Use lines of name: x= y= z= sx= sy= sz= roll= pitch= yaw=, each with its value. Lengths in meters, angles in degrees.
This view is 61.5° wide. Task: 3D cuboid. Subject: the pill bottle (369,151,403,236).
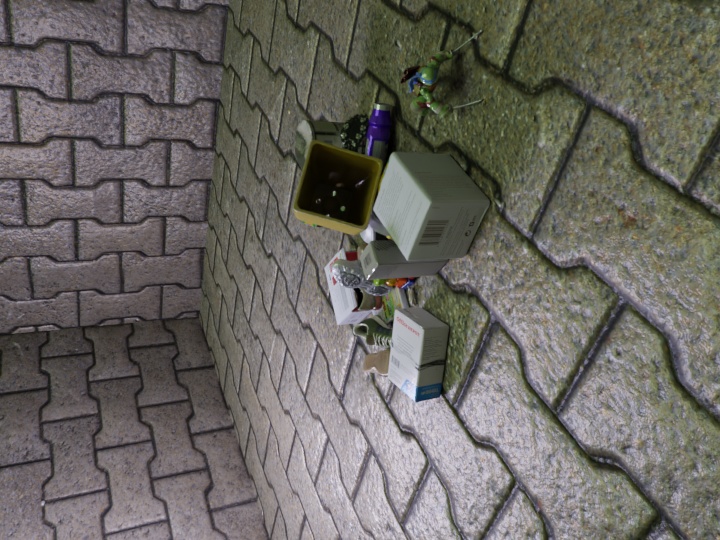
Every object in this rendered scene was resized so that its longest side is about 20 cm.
pill bottle: x=0.094 y=-0.193 z=1.559 sx=0.113 sy=0.112 sz=0.201 roll=57 pitch=134 yaw=44

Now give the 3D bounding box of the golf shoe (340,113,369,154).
golf shoe: x=-0.020 y=-0.351 z=1.726 sx=0.088 sy=0.077 sz=0.201 roll=57 pitch=-134 yaw=-65

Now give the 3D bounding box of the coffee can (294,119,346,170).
coffee can: x=-0.079 y=-0.371 z=1.808 sx=0.146 sy=0.199 sz=0.147 roll=12 pitch=104 yaw=63

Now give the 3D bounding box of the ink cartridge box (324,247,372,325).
ink cartridge box: x=-0.029 y=0.046 z=1.887 sx=0.176 sy=0.083 sz=0.201 roll=134 pitch=126 yaw=-58

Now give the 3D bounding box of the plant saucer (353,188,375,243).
plant saucer: x=0.007 y=-0.167 z=1.752 sx=0.200 sy=0.050 sz=0.201 roll=174 pitch=90 yaw=-86

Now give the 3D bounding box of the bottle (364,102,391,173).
bottle: x=0.048 y=-0.363 z=1.692 sx=0.084 sy=0.065 sz=0.201 roll=-78 pitch=-4 yaw=-69

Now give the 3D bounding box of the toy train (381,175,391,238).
toy train: x=0.079 y=-0.180 z=1.676 sx=0.150 sy=0.055 sz=0.201 roll=-56 pitch=44 yaw=51

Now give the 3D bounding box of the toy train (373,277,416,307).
toy train: x=0.087 y=0.025 z=1.619 sx=0.085 sy=0.115 sz=0.201 roll=-45 pitch=53 yaw=57

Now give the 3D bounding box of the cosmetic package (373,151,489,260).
cosmetic package: x=0.158 y=-0.151 z=1.399 sx=0.200 sy=0.166 sz=0.168 roll=60 pitch=143 yaw=40

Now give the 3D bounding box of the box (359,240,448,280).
box: x=0.106 y=-0.029 z=1.479 sx=0.082 sy=0.199 sz=0.069 roll=-52 pitch=48 yaw=52

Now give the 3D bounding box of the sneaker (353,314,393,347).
sneaker: x=0.056 y=0.192 z=1.702 sx=0.200 sy=0.090 sz=0.067 roll=30 pitch=130 yaw=49

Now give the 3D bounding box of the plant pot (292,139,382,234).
plant pot: x=-0.071 y=-0.200 z=1.614 sx=0.200 sy=0.195 sz=0.195 roll=136 pitch=148 yaw=-76

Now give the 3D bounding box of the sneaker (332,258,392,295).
sneaker: x=0.000 y=0.000 z=1.666 sx=0.078 sy=0.199 sz=0.100 roll=-33 pitch=48 yaw=36

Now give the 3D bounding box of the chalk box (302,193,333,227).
chalk box: x=-0.111 y=-0.246 z=1.975 sx=0.124 sy=0.124 sz=0.201 roll=22 pitch=111 yaw=61

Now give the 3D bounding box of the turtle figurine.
turtle figurine: x=0.191 y=-0.427 z=1.402 sx=0.194 sy=0.199 sz=0.144 roll=-148 pitch=33 yaw=-81

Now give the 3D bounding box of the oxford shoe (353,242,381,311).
oxford shoe: x=0.010 y=0.020 z=1.763 sx=0.070 sy=0.074 sz=0.201 roll=-22 pitch=76 yaw=63

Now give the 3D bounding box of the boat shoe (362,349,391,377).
boat shoe: x=0.074 y=0.270 z=1.735 sx=0.200 sy=0.065 sz=0.072 roll=-20 pitch=57 yaw=61

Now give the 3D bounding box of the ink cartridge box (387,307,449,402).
ink cartridge box: x=0.147 y=0.212 z=1.557 sx=0.146 sy=0.084 sz=0.201 roll=34 pitch=122 yaw=57

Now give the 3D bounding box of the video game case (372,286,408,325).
video game case: x=0.070 y=0.051 z=1.761 sx=0.182 sy=0.023 sz=0.201 roll=-45 pitch=53 yaw=56

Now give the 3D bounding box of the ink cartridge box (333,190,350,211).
ink cartridge box: x=-0.051 y=-0.195 z=1.832 sx=0.200 sy=0.059 sz=0.104 roll=-73 pitch=-15 yaw=-79
